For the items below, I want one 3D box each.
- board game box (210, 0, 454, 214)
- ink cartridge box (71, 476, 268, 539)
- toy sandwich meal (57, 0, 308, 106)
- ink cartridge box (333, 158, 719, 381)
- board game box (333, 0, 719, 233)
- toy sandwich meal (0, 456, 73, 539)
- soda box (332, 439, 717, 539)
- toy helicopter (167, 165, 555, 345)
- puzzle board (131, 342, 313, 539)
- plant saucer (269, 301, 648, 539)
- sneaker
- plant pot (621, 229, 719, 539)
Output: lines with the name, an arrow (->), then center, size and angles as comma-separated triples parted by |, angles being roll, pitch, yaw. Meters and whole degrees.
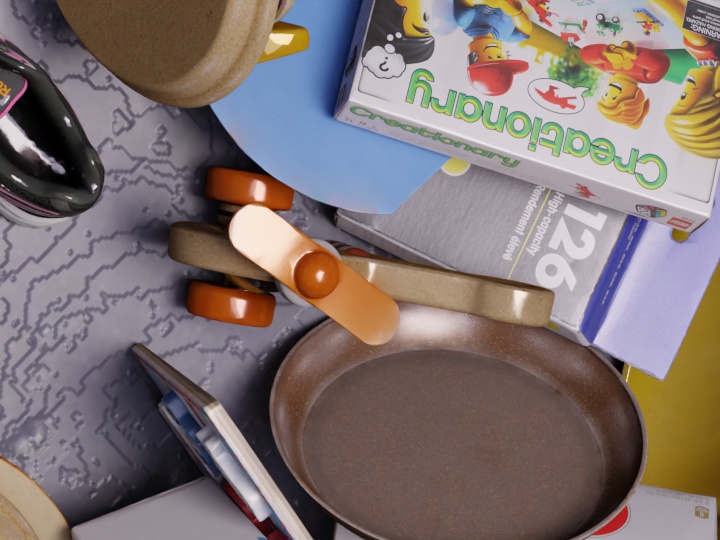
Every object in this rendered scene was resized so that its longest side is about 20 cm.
board game box -> 0.002, -0.123, 1.512 | 0.158, 0.039, 0.200 | 46, 69, 1
ink cartridge box -> -0.069, 0.230, 1.454 | 0.084, 0.146, 0.201 | -19, 121, -22
toy sandwich meal -> -0.090, -0.175, 1.399 | 0.070, 0.205, 0.206 | -18, 103, -39
ink cartridge box -> 0.115, -0.072, 1.549 | 0.199, 0.047, 0.198 | 25, 84, 3
board game box -> 0.096, -0.109, 1.490 | 0.199, 0.035, 0.127 | 17, 71, -9
toy sandwich meal -> -0.240, 0.169, 1.447 | 0.204, 0.070, 0.206 | -7, 109, -19
soda box -> 0.085, 0.146, 1.532 | 0.199, 0.064, 0.068 | 10, 125, 2
toy helicopter -> 0.000, 0.000, 1.468 | 0.199, 0.132, 0.079 | 10, 92, 3
puzzle board -> -0.047, 0.133, 1.480 | 0.017, 0.151, 0.201 | -36, 109, -10
plant saucer -> 0.050, 0.089, 1.515 | 0.199, 0.200, 0.032 | -13, 133, -22
sneaker -> -0.195, -0.100, 1.424 | 0.200, 0.086, 0.081 | 40, 78, -21
plant pot -> 0.278, 0.068, 1.603 | 0.176, 0.200, 0.201 | 12, 91, -40
